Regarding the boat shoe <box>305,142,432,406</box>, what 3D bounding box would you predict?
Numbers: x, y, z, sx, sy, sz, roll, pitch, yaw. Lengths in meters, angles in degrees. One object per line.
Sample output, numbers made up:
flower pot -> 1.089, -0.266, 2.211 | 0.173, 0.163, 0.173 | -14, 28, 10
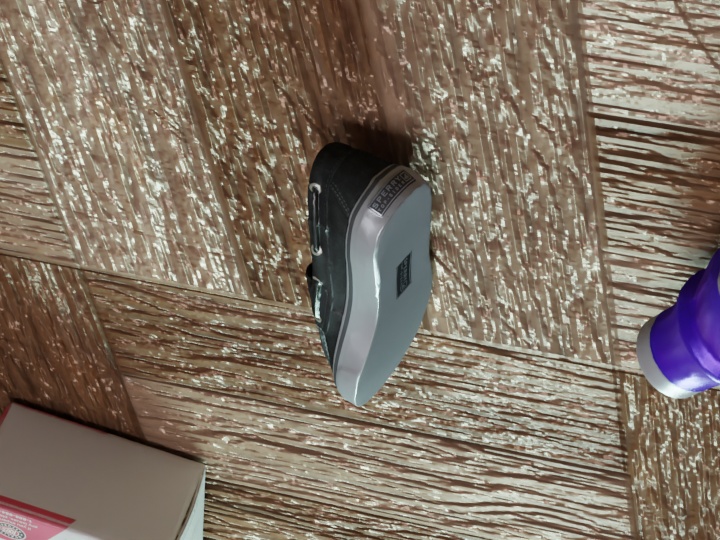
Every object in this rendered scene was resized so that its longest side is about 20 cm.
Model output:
boat shoe -> 0.000, 0.000, 1.406 | 0.057, 0.069, 0.200 | 33, 149, 18

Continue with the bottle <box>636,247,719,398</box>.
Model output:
bottle -> 0.214, 0.013, 1.287 | 0.084, 0.065, 0.200 | 33, 146, -18

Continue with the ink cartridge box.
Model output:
ink cartridge box -> -0.185, 0.190, 1.765 | 0.146, 0.085, 0.200 | 18, 146, 7
